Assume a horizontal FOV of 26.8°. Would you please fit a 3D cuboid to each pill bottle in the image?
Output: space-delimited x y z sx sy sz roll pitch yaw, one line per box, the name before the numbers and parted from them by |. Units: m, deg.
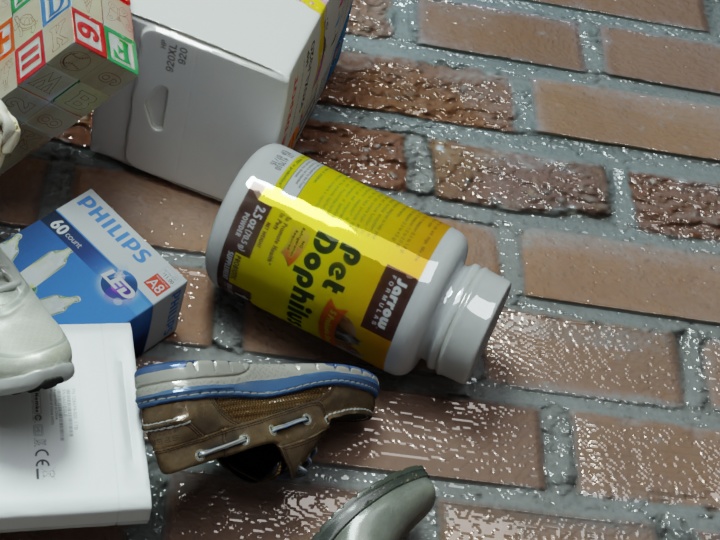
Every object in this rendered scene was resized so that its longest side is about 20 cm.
pill bottle | 0.000 0.000 1.045 0.198 0.110 0.110 26 48 9

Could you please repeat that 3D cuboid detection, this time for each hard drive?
hard drive | -0.228 0.092 0.885 0.197 0.027 0.133 0 53 -17

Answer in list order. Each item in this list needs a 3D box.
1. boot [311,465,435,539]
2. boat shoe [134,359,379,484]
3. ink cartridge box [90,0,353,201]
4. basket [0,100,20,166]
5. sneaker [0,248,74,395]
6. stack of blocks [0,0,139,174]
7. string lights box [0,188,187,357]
boot | 0.005 0.220 0.897 0.131 0.068 0.200 42 60 16
boat shoe | -0.062 0.097 0.954 0.199 0.072 0.073 5 77 -46
ink cartridge box | -0.098 -0.177 1.146 0.143 0.148 0.201 20 48 3
basket | -0.321 -0.071 0.832 0.160 0.199 0.200 25 12 -46
sneaker | -0.235 0.005 0.884 0.075 0.082 0.199 -16 38 -41
stack of blocks | -0.245 -0.141 1.036 0.058 0.199 0.116 24 45 -47
string lights box | -0.221 0.040 0.984 0.103 0.059 0.199 41 53 17
